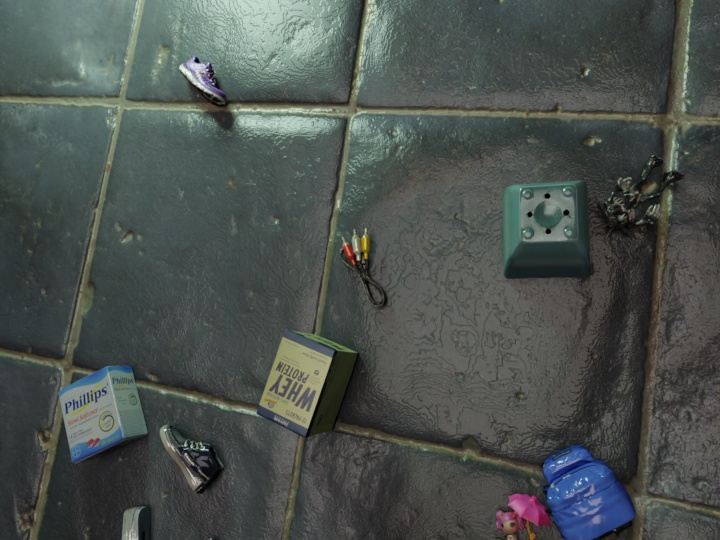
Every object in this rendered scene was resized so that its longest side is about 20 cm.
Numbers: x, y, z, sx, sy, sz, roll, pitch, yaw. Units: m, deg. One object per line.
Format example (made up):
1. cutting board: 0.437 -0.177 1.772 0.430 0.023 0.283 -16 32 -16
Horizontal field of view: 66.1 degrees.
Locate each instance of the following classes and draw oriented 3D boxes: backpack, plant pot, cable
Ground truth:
1. backpack: 0.438 0.448 1.100 0.161 0.200 0.170 -35 73 9
2. plant pot: 0.403 -0.099 1.204 0.190 0.200 0.203 -1 80 17
3. cable: 0.000 0.000 1.392 0.095 0.050 0.205 -19 75 14

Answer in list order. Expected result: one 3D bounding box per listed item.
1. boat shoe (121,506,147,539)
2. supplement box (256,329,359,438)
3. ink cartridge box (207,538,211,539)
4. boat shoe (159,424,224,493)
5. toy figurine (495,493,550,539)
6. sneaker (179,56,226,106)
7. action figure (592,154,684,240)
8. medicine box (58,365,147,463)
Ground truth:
1. boat shoe: -0.607 0.731 1.449 0.084 0.075 0.208 -8 77 15
2. supplement box: -0.117 0.263 1.306 0.131 0.199 0.205 18 86 19
3. ink cartridge box: -0.363 0.786 1.383 0.093 0.037 0.203 -32 75 11
4. boat shoe: -0.437 0.469 1.447 0.092 0.075 0.201 -39 80 0
5. toy figurine: 0.341 0.575 1.169 0.197 0.148 0.189 -24 58 37
6. sneaker: -0.453 -0.562 1.618 0.083 0.081 0.200 -44 71 0
7. action figure: 0.599 -0.156 1.205 0.119 0.102 0.201 42 93 7
8. medicine box: -0.709 0.393 1.523 0.179 0.103 0.204 -25 75 12
